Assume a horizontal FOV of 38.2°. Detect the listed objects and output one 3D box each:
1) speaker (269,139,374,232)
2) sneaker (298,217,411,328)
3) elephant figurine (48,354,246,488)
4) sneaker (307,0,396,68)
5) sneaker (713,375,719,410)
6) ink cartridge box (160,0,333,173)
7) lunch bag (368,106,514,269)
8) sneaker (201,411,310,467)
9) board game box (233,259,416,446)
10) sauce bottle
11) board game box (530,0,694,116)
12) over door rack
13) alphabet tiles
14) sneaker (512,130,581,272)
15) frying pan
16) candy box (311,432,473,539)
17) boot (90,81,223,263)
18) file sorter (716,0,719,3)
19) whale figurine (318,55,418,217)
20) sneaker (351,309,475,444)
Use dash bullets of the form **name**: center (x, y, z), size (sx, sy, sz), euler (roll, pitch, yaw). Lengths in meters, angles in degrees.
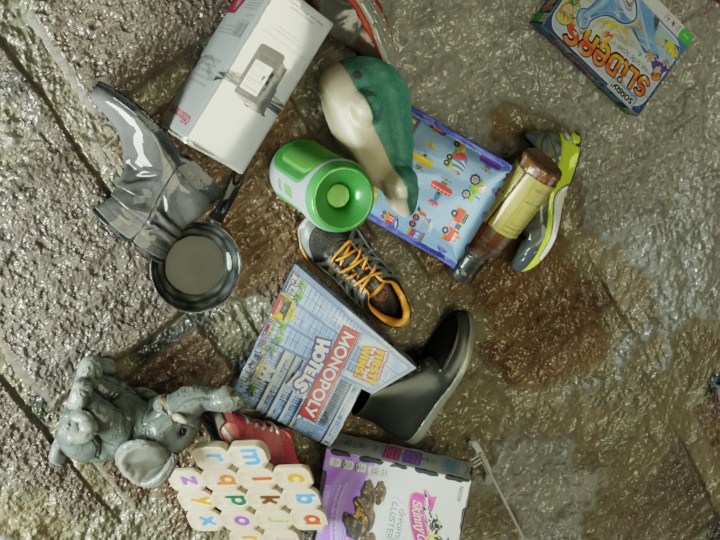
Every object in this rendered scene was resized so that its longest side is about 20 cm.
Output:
- **speaker**: center (-0.049, -0.103, 1.227), size (0.087, 0.200, 0.090), euler (-5, 106, -17)
- **sneaker**: center (0.000, 0.000, 1.340), size (0.078, 0.077, 0.200), euler (-47, 112, 0)
- **elephant figurine**: center (-0.261, 0.191, 1.264), size (0.198, 0.155, 0.143), euler (19, 76, -14)
- **sneaker**: center (-0.023, -0.310, 1.264), size (0.081, 0.077, 0.201), euler (-22, 120, 21)
- **sneaker**: center (0.628, 0.145, 1.598), size (0.200, 0.079, 0.096), euler (-41, 111, -5)
- **ink cartridge box**: center (-0.135, -0.224, 1.194), size (0.083, 0.145, 0.201), euler (31, 93, -26)
- **lunch bag**: center (0.069, -0.121, 1.333), size (0.199, 0.094, 0.152), euler (29, 96, -12)
- **sneaker**: center (-0.136, 0.222, 1.366), size (0.087, 0.074, 0.201), euler (-41, 121, -16)
- **board game box**: center (-0.039, 0.122, 1.336), size (0.198, 0.062, 0.202), euler (26, 95, -4)
- **sauce bottle**: center (0.184, -0.068, 1.364), size (0.066, 0.066, 0.201), euler (23, 122, -23)
- **board game box**: center (0.340, -0.323, 1.394), size (0.199, 0.034, 0.136), euler (35, 91, -24)
- **over door rack**: center (0.148, 0.362, 1.486), size (0.147, 0.067, 0.201), euler (-30, 93, -8)
- **alphabet tiles**: center (-0.144, 0.293, 1.342), size (0.193, 0.015, 0.201), euler (-5, 126, 15)
- **sneaker**: center (0.233, -0.097, 1.408), size (0.080, 0.074, 0.202), euler (13, 99, -5)
- **frying pan**: center (-0.202, -0.043, 1.282), size (0.114, 0.031, 0.192), euler (0, 100, -20)
- **candy box**: center (0.041, 0.327, 1.403), size (0.198, 0.072, 0.170), euler (11, 102, 6)
- **boot**: center (-0.269, -0.111, 1.211), size (0.132, 0.070, 0.200), euler (-45, 103, -3)
- **file sorter**: center (0.523, -0.465, 1.370), size (0.138, 0.125, 0.202), euler (19, 98, -23)
- **whale figurine**: center (0.028, -0.165, 1.227), size (0.103, 0.159, 0.201), euler (-27, 67, -6)
- **sneaker**: center (0.073, 0.132, 1.402), size (0.105, 0.075, 0.201), euler (25, 96, -23)
